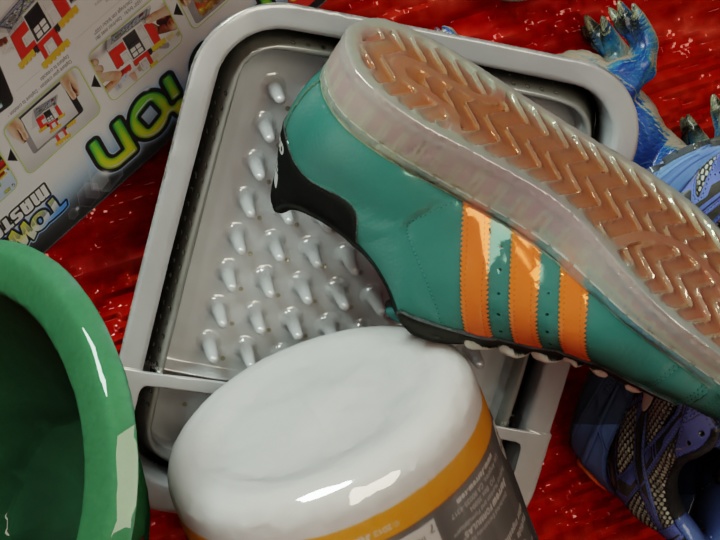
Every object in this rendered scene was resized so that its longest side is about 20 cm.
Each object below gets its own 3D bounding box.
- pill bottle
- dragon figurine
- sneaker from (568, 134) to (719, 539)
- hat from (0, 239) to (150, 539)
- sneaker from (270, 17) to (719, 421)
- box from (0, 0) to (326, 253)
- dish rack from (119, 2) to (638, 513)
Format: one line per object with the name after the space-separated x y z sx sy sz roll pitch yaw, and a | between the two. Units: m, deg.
0.015 0.131 0.985 0.116 0.116 0.201 -31 119 -19 | pill bottle
0.100 -0.035 1.076 0.200 0.059 0.100 44 74 -12 | dragon figurine
0.137 0.026 1.019 0.075 0.201 0.079 -16 48 -23 | sneaker
-0.087 0.095 1.000 0.176 0.166 0.201 9 113 -48 | hat
0.059 -0.002 0.951 0.200 0.080 0.071 36 35 -2 | sneaker
-0.099 -0.088 0.990 0.200 0.035 0.110 -43 136 -17 | box
0.000 0.000 1.011 0.171 0.044 0.201 10 112 -16 | dish rack
